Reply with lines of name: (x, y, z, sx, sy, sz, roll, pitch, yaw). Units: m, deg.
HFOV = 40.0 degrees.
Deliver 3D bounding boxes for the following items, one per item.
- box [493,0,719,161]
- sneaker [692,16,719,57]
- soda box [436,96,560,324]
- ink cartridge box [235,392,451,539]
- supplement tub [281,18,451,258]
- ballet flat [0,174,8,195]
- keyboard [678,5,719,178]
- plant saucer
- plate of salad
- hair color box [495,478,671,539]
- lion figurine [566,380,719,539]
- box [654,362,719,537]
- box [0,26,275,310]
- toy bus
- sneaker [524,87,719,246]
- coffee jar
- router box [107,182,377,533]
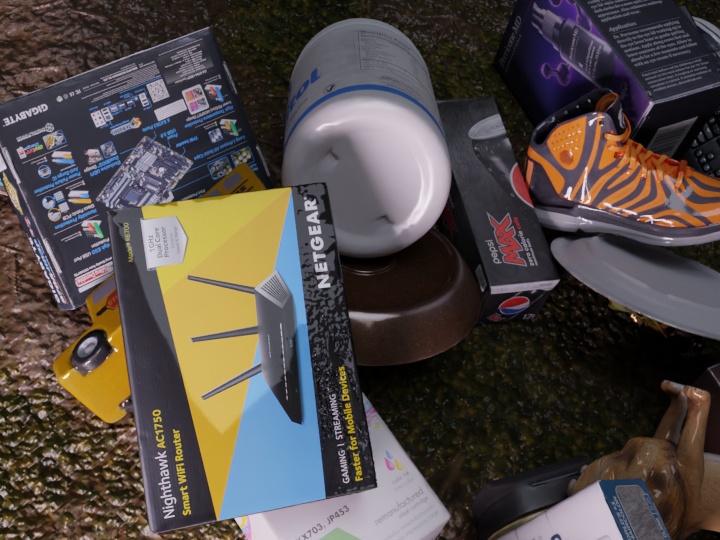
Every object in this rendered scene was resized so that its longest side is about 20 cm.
box: (0.232, -0.192, 0.941, 0.103, 0.149, 0.202, -17, 61, -22)
sneaker: (0.300, -0.237, 1.030, 0.079, 0.079, 0.200, -28, 59, -31)
soda box: (0.108, -0.056, 0.875, 0.069, 0.064, 0.203, -5, 59, -16)
ink cartridge box: (-0.043, 0.135, 0.712, 0.116, 0.068, 0.201, -28, 67, -27)
supplement tub: (0.002, -0.113, 0.806, 0.129, 0.134, 0.201, 8, 29, -7)
ballet flat: (-0.226, -0.101, 0.827, 0.197, 0.067, 0.069, -18, 94, -29)
keyboard: (0.340, -0.168, 0.959, 0.103, 0.040, 0.203, -27, 84, 5)
plant saucer: (0.000, 0.000, 0.784, 0.196, 0.035, 0.202, 4, 33, -2)
plate of salad: (0.248, 0.021, 0.822, 0.196, 0.049, 0.201, 16, 20, -6)
hair color box: (0.106, 0.219, 0.612, 0.060, 0.200, 0.101, 10, 49, -44)
lion figurine: (0.237, 0.147, 0.662, 0.196, 0.072, 0.125, 16, 88, -11)
box: (0.319, 0.172, 0.752, 0.074, 0.101, 0.202, -13, 61, -20)
box: (-0.177, -0.084, 0.788, 0.198, 0.046, 0.162, -28, 103, -27)
toy bus: (-0.135, 0.016, 0.730, 0.199, 0.065, 0.078, -41, 40, -1)
sneaker: (0.232, -0.088, 0.824, 0.196, 0.114, 0.078, 4, 30, 19)
coffee jar: (0.153, 0.233, 0.682, 0.102, 0.086, 0.203, -10, 61, -18)
router box: (-0.078, 0.054, 0.647, 0.146, 0.051, 0.204, -9, 81, -13)
